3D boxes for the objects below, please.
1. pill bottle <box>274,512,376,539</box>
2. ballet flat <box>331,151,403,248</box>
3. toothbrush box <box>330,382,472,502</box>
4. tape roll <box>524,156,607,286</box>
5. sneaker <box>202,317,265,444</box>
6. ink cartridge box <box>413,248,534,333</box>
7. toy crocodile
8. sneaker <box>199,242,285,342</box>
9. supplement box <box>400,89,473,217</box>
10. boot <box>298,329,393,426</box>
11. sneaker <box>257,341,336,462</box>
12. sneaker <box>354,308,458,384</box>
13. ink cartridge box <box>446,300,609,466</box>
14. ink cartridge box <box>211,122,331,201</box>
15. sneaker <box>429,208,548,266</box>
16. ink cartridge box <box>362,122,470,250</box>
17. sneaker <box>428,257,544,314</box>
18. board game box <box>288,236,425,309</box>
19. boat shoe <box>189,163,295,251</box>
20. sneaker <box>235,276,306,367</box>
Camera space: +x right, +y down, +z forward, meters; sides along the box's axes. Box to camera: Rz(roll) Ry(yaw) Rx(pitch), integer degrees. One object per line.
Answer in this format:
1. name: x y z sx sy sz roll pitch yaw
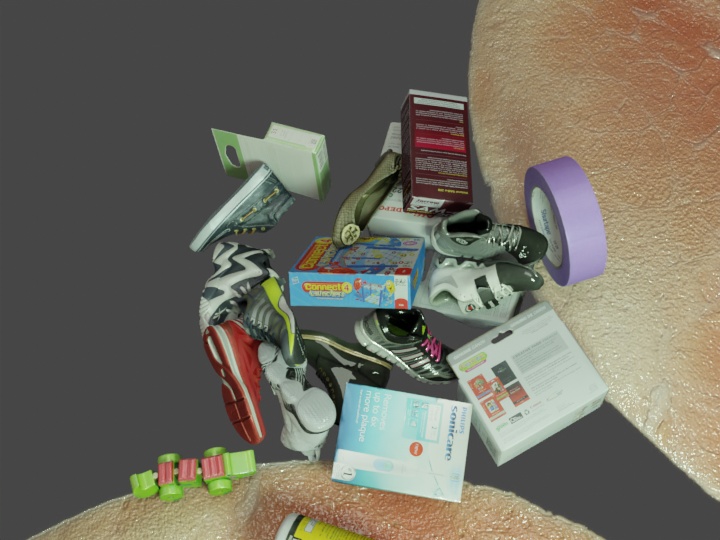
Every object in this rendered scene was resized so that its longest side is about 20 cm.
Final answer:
1. pill bottle: -0.028 0.434 1.338 0.196 0.113 0.114 14 65 12
2. ballet flat: 0.018 -0.118 1.543 0.046 0.068 0.201 21 64 32
3. toothbrush box: 0.062 0.262 1.403 0.196 0.085 0.149 10 77 0
4. tape roll: 0.332 -0.080 1.510 0.064 0.201 0.203 -17 63 -4
5. sneaker: -0.169 0.169 1.500 0.114 0.078 0.203 -20 90 -38
6. ink cartridge box: 0.187 0.012 1.577 0.197 0.057 0.165 7 63 32
7. toy crocodile: -0.260 0.316 1.446 0.196 0.062 0.069 -8 63 0
8. sneaker: -0.193 0.043 1.563 0.127 0.080 0.202 -1 53 14
9. supplement box: 0.125 -0.194 1.539 0.107 0.061 0.204 6 66 -12
10. boot: -0.055 0.180 1.491 0.196 0.078 0.141 10 70 11
11. sneaker: -0.108 0.205 1.456 0.074 0.116 0.200 -15 46 -29
12. sneaker: 0.090 0.113 1.468 0.198 0.088 0.074 28 45 -12
13. ink cartridge box: 0.257 0.174 1.457 0.197 0.084 0.177 -27 65 -9
14. ink cartridge box: -0.154 -0.203 1.645 0.197 0.146 0.049 17 63 13
15. sneaker: 0.214 -0.052 1.472 0.196 0.116 0.077 4 76 -5
16. ink cartridge box: 0.100 -0.149 1.621 0.142 0.084 0.203 8 65 19
17. sneaker: 0.198 0.034 1.488 0.197 0.074 0.090 0 59 35
18. board game box: 0.000 0.000 1.506 0.192 0.057 0.200 1 19 10
19. boat shoe: -0.208 -0.086 1.636 0.200 0.071 0.091 -44 103 6
20. sneaker: -0.141 0.091 1.460 0.080 0.075 0.201 -23 35 -7
